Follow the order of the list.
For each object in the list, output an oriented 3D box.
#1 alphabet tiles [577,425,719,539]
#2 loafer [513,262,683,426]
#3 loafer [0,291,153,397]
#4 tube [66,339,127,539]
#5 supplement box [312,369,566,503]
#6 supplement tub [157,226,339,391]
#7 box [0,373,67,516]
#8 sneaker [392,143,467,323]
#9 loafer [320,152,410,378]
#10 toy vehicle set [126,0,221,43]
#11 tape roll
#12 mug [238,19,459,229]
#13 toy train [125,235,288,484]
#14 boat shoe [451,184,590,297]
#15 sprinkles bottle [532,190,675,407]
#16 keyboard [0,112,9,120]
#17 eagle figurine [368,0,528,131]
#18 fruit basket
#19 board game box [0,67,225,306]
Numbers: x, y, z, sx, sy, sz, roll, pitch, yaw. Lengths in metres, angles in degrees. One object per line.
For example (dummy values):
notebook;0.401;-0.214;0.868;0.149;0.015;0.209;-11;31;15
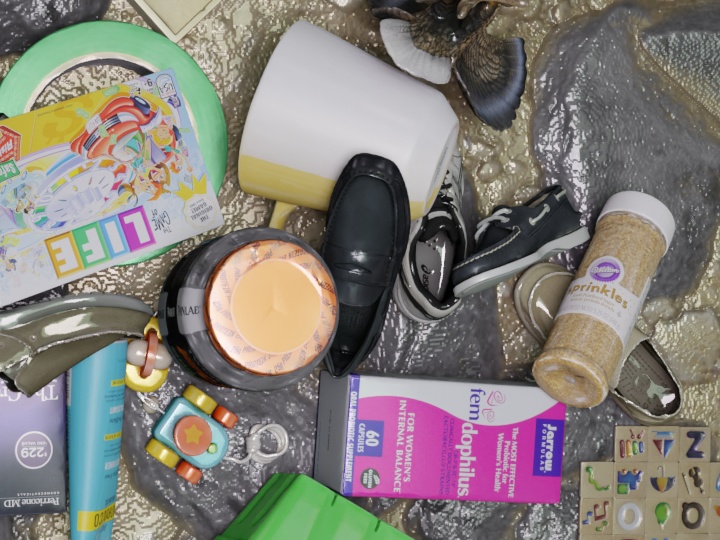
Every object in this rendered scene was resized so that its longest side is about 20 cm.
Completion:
alphabet tiles;0.280;0.247;1.432;0.164;0.006;0.203;2;90;-15
loafer;0.225;0.066;1.384;0.199;0.068;0.076;39;81;-12
loafer;-0.255;0.063;1.180;0.198;0.075;0.071;-11;84;-16
tube;-0.220;0.156;1.257;0.050;0.077;0.203;3;94;15
supplement box;0.068;0.143;1.326;0.198;0.103;0.103;4;88;-17
supplement tub;-0.087;0.031;1.181;0.121;0.200;0.124;1;86;-14
box;-0.338;0.125;1.231;0.198;0.079;0.143;-1;93;-15
sneaker;0.066;-0.056;1.332;0.075;0.088;0.203;-5;90;-13
loafer;0.000;0.000;1.213;0.067;0.071;0.202;12;129;4
toy vehicle set;-0.182;-0.306;1.294;0.124;0.026;0.200;-44;100;-11
tape roll;-0.211;-0.104;1.277;0.198;0.048;0.203;0;90;-15
mug;-0.005;-0.098;1.271;0.152;0.188;0.150;20;51;8
toy train;-0.130;0.080;1.296;0.149;0.056;0.202;-16;94;-14
boat shoe;0.130;-0.028;1.323;0.199;0.075;0.061;-23;88;-58
sprinkles bottle;0.213;0.023;1.325;0.068;0.068;0.201;38;55;-12
keyboard;-0.323;-0.035;1.190;0.104;0.040;0.201;36;74;-7
eagle figurine;0.082;-0.203;1.261;0.149;0.200;0.154;2;76;-5
fruit basket;-0.038;0.294;1.269;0.213;0.155;0.218;2;83;-18
board game box;-0.220;-0.067;1.212;0.198;0.034;0.136;-22;97;-26
